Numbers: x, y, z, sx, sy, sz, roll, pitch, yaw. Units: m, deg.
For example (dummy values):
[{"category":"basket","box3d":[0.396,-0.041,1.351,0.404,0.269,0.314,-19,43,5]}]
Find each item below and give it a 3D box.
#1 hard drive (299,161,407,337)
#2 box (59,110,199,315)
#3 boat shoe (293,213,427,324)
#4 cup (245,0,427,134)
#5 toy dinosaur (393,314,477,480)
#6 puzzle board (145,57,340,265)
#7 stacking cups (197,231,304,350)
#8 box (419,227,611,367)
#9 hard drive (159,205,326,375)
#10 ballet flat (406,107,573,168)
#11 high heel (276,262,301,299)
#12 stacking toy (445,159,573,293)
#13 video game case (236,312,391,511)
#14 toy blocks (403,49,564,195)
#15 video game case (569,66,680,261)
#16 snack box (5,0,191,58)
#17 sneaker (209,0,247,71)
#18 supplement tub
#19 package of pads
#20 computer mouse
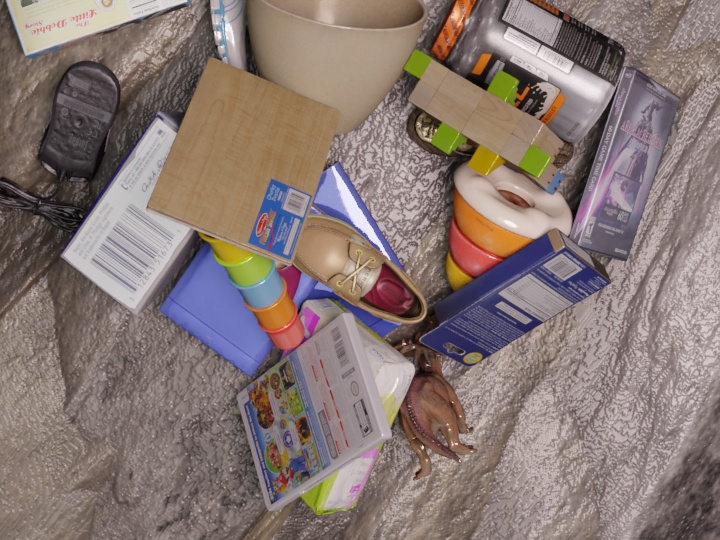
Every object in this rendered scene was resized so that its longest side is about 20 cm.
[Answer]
[{"category":"hard drive","box3d":[-0.028,-0.007,1.347,0.131,0.025,0.202,-32,96,2]},{"category":"box","box3d":[-0.218,-0.069,1.247,0.104,0.200,0.185,36,95,-5]},{"category":"boat shoe","box3d":[0.000,0.000,1.261,0.199,0.066,0.075,28,94,-34]},{"category":"cup","box3d":[-0.037,-0.236,1.254,0.197,0.201,0.145,11,120,-2]},{"category":"toy dinosaur","box3d":[0.071,0.145,1.296,0.085,0.201,0.137,-17,111,9]},{"category":"puzzle board","box3d":[-0.113,-0.110,1.141,0.149,0.017,0.202,22,56,-9]},{"category":"stacking cups","box3d":[-0.104,0.007,1.202,0.060,0.061,0.201,-26,137,1]},{"category":"box","box3d":[0.167,0.035,1.272,0.199,0.121,0.033,-35,53,22]},{"category":"hard drive","box3d":[-0.121,0.001,1.313,0.131,0.025,0.201,35,96,-4]},{"category":"ballet flat","box3d":[0.152,-0.155,1.324,0.197,0.046,0.068,13,96,-3]},{"category":"high heel","box3d":[-0.099,-0.050,1.236,0.066,0.096,0.203,-6,97,0]},{"category":"stacking toy","box3d":[0.141,-0.013,1.311,0.144,0.147,0.202,23,119,-4]},{"category":"video game case","box3d":[-0.056,0.157,1.249,0.199,0.018,0.145,-38,60,35]},{"category":"toy blocks","box3d":[0.145,-0.151,1.234,0.199,0.136,0.101,35,96,27]},{"category":"video game case","box3d":[0.301,-0.116,1.295,0.019,0.142,0.203,22,97,35]},{"category":"snack box","box3d":[-0.304,-0.329,1.299,0.197,0.037,0.118,-18,96,1]},{"category":"sneaker","box3d":[-0.132,-0.318,1.289,0.085,0.075,0.203,-6,97,-6]},{"category":"supplement tub","box3d":[0.184,-0.240,1.278,0.198,0.123,0.124,27,95,-3]},{"category":"package of pads","box3d":[-0.035,0.154,1.288,0.068,0.154,0.202,5,113,-46]},{"category":"computer mouse","box3d":[-0.356,-0.155,1.316,0.138,0.046,0.203,16,107,-7]}]
